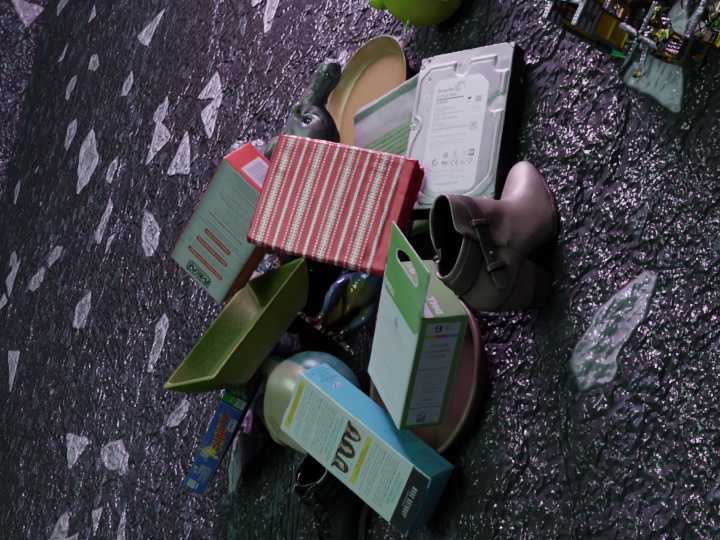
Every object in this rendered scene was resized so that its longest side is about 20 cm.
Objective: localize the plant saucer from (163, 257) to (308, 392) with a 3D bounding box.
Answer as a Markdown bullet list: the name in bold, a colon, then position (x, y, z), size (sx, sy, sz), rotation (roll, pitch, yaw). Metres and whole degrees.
- **plant saucer**: position (-0.151, 0.085, 1.451), size (0.201, 0.048, 0.199), rotation (-54, 16, -24)

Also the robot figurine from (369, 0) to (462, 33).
- **robot figurine**: position (0.079, -0.409, 1.467), size (0.175, 0.115, 0.203), rotation (-31, 49, 40)

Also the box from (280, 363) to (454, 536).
- **box**: position (0.004, 0.194, 1.234), size (0.199, 0.049, 0.083), rotation (36, 120, 27)

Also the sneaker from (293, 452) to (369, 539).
- **sneaker**: position (-0.043, 0.290, 1.309), size (0.070, 0.098, 0.203), rotation (11, 85, 56)

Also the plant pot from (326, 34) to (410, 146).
- **plant pot**: position (0.012, -0.230, 1.563), size (0.199, 0.027, 0.203), rotation (-33, 48, 46)

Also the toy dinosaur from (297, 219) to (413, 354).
- **toy dinosaur**: position (0.000, 0.000, 1.386), size (0.183, 0.104, 0.200), rotation (-56, 15, -4)

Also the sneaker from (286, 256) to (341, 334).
- **sneaker**: position (-0.066, 0.002, 1.475), size (0.202, 0.074, 0.106), rotation (-64, -1, 14)

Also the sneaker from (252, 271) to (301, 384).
- **sneaker**: position (-0.149, 0.077, 1.614), size (0.088, 0.074, 0.201), rotation (-57, 34, 30)

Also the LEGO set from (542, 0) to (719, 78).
- **LEGO set**: position (0.271, -0.280, 1.099), size (0.155, 0.115, 0.200), rotation (-62, 33, 15)

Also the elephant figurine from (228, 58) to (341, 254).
- **elephant figurine**: position (-0.079, -0.150, 1.472), size (0.199, 0.156, 0.142), rotation (-25, 26, 35)

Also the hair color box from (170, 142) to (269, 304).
- **hair color box**: position (-0.165, -0.059, 1.462), size (0.061, 0.101, 0.200), rotation (-40, -9, -49)

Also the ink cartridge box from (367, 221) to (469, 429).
- **ink cartridge box**: position (0.063, 0.057, 1.181), size (0.104, 0.058, 0.202), rotation (-120, 32, -51)

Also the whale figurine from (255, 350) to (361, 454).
- **whale figurine**: position (-0.066, 0.168, 1.410), size (0.160, 0.103, 0.200), rotation (57, 152, 0)

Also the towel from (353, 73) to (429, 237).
- **towel**: position (0.048, -0.134, 1.432), size (0.148, 0.030, 0.203), rotation (-23, 65, 48)

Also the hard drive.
- **hard drive**: position (0.120, -0.163, 1.317), size (0.138, 0.038, 0.203), rotation (-2, 71, 40)

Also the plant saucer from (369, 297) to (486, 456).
- **plant saucer**: position (0.078, 0.125, 1.273), size (0.199, 0.029, 0.203), rotation (-32, 49, 45)

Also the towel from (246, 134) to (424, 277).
- **towel**: position (-0.031, -0.079, 1.330), size (0.197, 0.022, 0.147), rotation (14, 81, 24)

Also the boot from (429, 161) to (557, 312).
- **boot**: position (0.135, -0.049, 1.163), size (0.070, 0.145, 0.203), rotation (-35, 47, 41)

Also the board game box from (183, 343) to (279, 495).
- **board game box**: position (-0.178, 0.198, 1.525), size (0.201, 0.034, 0.136), rotation (-63, 1, 43)

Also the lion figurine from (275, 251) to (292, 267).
- **lion figurine**: position (-0.081, -0.087, 1.597), size (0.123, 0.072, 0.202), rotation (-47, 33, 31)
